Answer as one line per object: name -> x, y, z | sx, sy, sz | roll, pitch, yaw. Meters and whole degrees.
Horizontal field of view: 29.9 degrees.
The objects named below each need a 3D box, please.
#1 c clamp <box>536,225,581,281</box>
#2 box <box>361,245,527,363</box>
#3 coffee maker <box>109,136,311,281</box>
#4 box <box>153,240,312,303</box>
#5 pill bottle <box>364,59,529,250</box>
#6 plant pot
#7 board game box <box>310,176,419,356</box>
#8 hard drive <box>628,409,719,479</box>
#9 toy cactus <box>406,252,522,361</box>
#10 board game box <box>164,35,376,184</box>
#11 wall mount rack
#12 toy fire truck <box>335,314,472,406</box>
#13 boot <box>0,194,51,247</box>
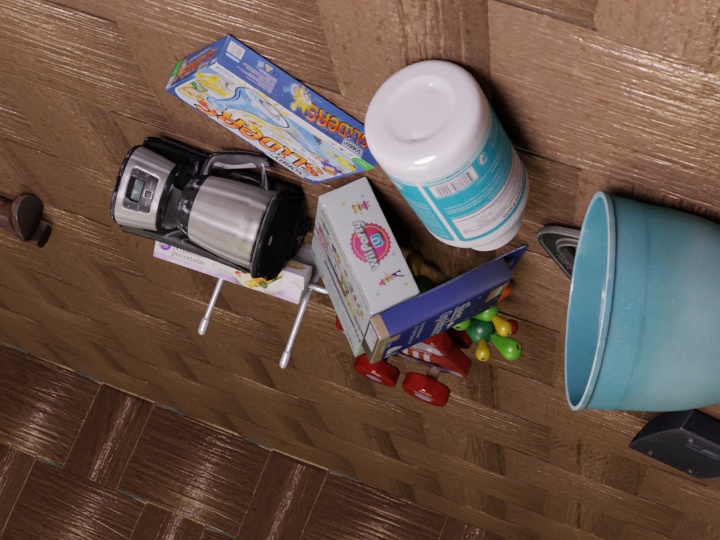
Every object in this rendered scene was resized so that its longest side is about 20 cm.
c clamp -> 0.280, 0.005, 1.427 | 0.170, 0.027, 0.200 | 15, 163, 43
box -> 0.098, 0.039, 1.513 | 0.033, 0.198, 0.121 | 61, 169, 13
coffee maker -> -0.179, -0.067, 1.612 | 0.198, 0.136, 0.192 | 20, 164, 11
box -> -0.159, -0.011, 1.679 | 0.198, 0.039, 0.041 | 18, -157, 9
pill bottle -> 0.087, -0.093, 1.223 | 0.110, 0.112, 0.200 | 13, 160, 29
plant pot -> 0.297, 0.038, 1.239 | 0.185, 0.203, 0.200 | 7, 163, 1
board game box -> 0.000, 0.000, 1.561 | 0.200, 0.064, 0.149 | 107, 140, -74
hard drive -> 0.461, 0.240, 1.861 | 0.133, 0.043, 0.200 | 24, 163, -3
toy cactus -> 0.113, 0.039, 1.669 | 0.198, 0.103, 0.165 | 22, -178, -5
board game box -> -0.088, -0.160, 1.382 | 0.199, 0.035, 0.135 | 31, 161, -24
wall mount rack -> -0.116, 0.020, 1.728 | 0.198, 0.175, 0.075 | 20, 139, 9
toy fire truck -> 0.051, 0.088, 1.796 | 0.198, 0.113, 0.168 | 18, 165, 30
boot -> -0.609, -0.112, 2.180 | 0.198, 0.065, 0.187 | 27, 161, 5
